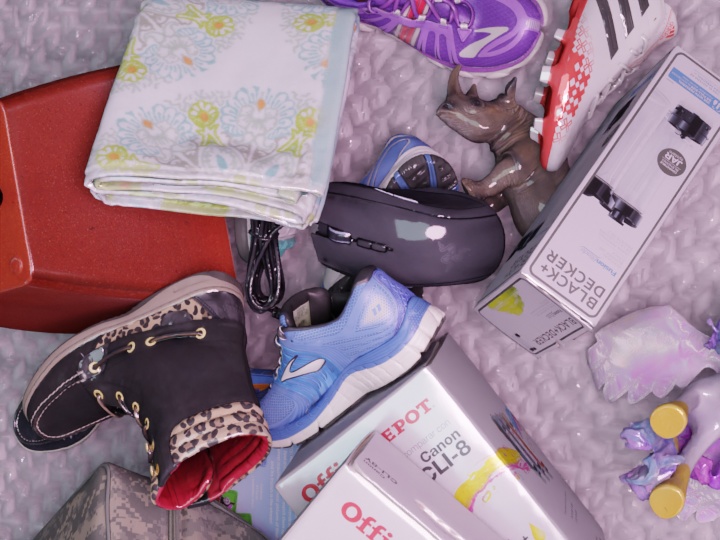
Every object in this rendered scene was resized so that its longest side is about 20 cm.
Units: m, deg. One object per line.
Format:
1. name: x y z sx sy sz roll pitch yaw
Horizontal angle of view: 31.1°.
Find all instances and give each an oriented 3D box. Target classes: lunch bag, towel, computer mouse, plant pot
1. lunch bag: -0.175 0.266 1.022 0.200 0.167 0.140 -48 32 29
2. towel: -0.096 -0.123 0.939 0.170 0.048 0.201 7 55 4
3. computer mouse: 0.000 0.000 0.947 0.199 0.046 0.141 13 114 11
4. plant pot: -0.242 -0.052 1.018 0.199 0.176 0.201 -12 86 38

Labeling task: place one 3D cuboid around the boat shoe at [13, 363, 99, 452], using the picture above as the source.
1. boat shoe: -0.239 0.103 1.096 0.200 0.062 0.075 -27 76 35

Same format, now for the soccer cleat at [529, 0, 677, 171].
1. soccer cleat: 0.180 -0.162 0.929 0.085 0.069 0.201 18 83 5

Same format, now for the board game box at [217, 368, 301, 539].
1. board game box: -0.069 0.158 1.062 0.199 0.037 0.152 3 93 21

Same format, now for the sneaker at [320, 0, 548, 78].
1. sneaker: 0.043 -0.201 0.986 0.199 0.083 0.081 18 98 18

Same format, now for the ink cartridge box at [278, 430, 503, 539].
1. ink cartridge box: -0.004 0.228 0.836 0.145 0.083 0.200 39 105 4

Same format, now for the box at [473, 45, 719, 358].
1. box: 0.167 -0.044 0.880 0.060 0.117 0.200 36 74 -1

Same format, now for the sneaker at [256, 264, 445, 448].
1. sneaker: -0.029 0.058 0.945 0.089 0.079 0.200 46 126 -6

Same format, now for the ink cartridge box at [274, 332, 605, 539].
1. ink cartridge box: 0.061 0.172 0.934 0.145 0.145 0.200 -39 88 11

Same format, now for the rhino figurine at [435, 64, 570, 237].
1. rhino figurine: 0.119 -0.068 0.971 0.087 0.060 0.201 -27 81 -5

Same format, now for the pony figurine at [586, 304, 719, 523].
1. pony figurine: 0.245 0.090 0.883 0.193 0.200 0.167 -40 85 32

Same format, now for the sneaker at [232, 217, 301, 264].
1. sneaker: -0.095 -0.102 1.055 0.091 0.077 0.201 -3 86 34

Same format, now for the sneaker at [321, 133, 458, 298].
1. sneaker: 0.015 -0.015 1.016 0.075 0.077 0.200 17 116 -25

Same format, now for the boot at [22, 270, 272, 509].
1. boot: -0.156 0.106 0.950 0.199 0.073 0.151 -30 52 9
